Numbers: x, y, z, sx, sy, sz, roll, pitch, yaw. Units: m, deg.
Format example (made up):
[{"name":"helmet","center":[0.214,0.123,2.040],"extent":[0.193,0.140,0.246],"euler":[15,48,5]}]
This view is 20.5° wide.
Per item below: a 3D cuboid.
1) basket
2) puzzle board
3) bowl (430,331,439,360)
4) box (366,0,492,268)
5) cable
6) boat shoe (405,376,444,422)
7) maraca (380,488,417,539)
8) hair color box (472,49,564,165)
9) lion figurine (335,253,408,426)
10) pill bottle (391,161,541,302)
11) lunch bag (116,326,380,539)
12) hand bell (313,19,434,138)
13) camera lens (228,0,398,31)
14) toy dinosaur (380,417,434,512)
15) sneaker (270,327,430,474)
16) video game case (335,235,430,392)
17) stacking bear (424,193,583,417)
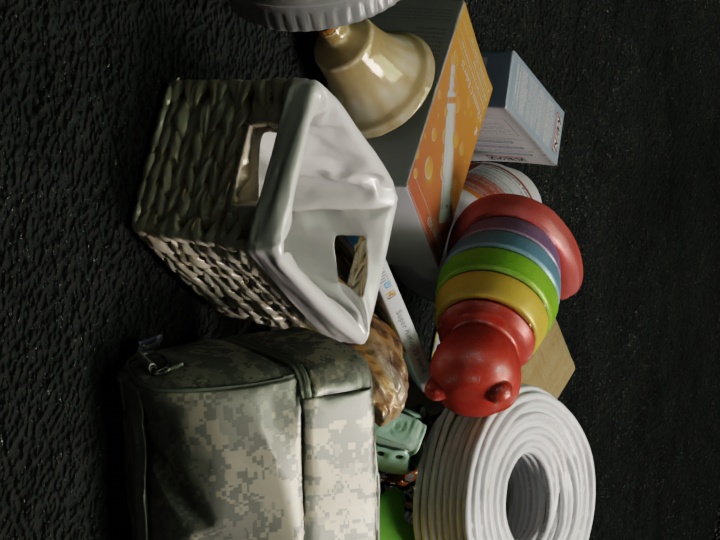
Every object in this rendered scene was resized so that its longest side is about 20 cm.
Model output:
[{"name":"basket","center":[-0.067,-0.043,1.445],"extent":[0.200,0.123,0.136],"euler":[49,51,-61]},{"name":"puzzle board","center":[0.128,0.088,1.807],"extent":[0.200,0.017,0.151],"euler":[-52,127,-44]},{"name":"bowl","center":[0.146,0.109,2.085],"extent":[0.201,0.094,0.202],"euler":[6,90,-68]},{"name":"box","center":[0.035,-0.121,1.729],"extent":[0.125,0.097,0.201],"euler":[65,36,-53]},{"name":"cable","center":[0.126,0.198,1.717],"extent":[0.200,0.069,0.201],"euler":[54,50,-37]},{"name":"boat shoe","center":[0.041,0.133,1.853],"extent":[0.068,0.072,0.200],"euler":[-62,157,11]},{"name":"maraca","center":[-0.022,0.257,1.635],"extent":[0.107,0.137,0.201],"euler":[-30,-148,59]},{"name":"hair color box","center":[0.127,-0.159,1.958],"extent":[0.200,0.098,0.061],"euler":[35,62,-67]},{"name":"lion figurine","center":[-0.003,0.053,1.585],"extent":[0.123,0.072,0.200],"euler":[50,12,-2]},{"name":"pill bottle","center":[0.108,-0.043,1.920],"extent":[0.200,0.111,0.113],"euler":[-29,122,-66]},{"name":"lunch bag","center":[-0.088,0.143,1.413],"extent":[0.167,0.139,0.201],"euler":[-10,108,-33]},{"name":"hand bell","center":[-0.030,-0.200,1.589],"extent":[0.200,0.104,0.105],"euler":[45,53,-49]},{"name":"camera lens","center":[-0.041,-0.290,1.398],"extent":[0.160,0.159,0.201],"euler":[-60,148,-47]},{"name":"toy dinosaur","center":[0.046,0.183,1.816],"extent":[0.200,0.135,0.103],"euler":[136,-42,-76]},{"name":"sneaker","center":[-0.007,0.106,1.646],"extent":[0.201,0.118,0.074],"euler":[58,44,-56]},{"name":"video game case","center":[0.000,0.000,1.640],"extent":[0.018,0.143,0.200],"euler":[-33,144,-6]},{"name":"stacking bear","center":[0.110,0.041,1.670],"extent":[0.201,0.121,0.114],"euler":[-70,160,-44]}]
